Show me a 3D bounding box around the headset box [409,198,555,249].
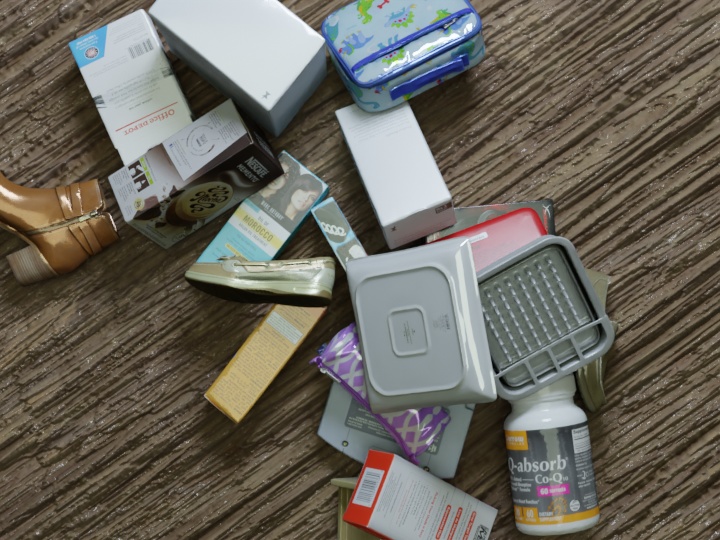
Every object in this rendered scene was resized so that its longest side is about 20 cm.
[{"bbox_3d":[0.165,-0.013,1.662,0.198,0.077,0.151,-4,88,-2],"label":"headset box"}]

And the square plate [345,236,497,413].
[{"bbox_3d":[0.066,0.072,1.512,0.197,0.028,0.202,-11,89,40],"label":"square plate"}]

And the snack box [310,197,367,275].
[{"bbox_3d":[0.000,0.000,1.641,0.037,0.116,0.201,-30,89,1],"label":"snack box"}]

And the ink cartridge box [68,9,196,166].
[{"bbox_3d":[-0.302,-0.238,1.674,0.115,0.068,0.202,-24,88,-1],"label":"ink cartridge box"}]

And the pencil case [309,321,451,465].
[{"bbox_3d":[0.028,0.158,1.616,0.200,0.084,0.086,43,54,3],"label":"pencil case"}]

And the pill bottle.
[{"bbox_3d":[0.252,0.244,1.633,0.115,0.116,0.202,-8,88,0],"label":"pill bottle"}]

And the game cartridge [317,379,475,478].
[{"bbox_3d":[0.047,0.208,1.675,0.198,0.042,0.135,18,92,1],"label":"game cartridge"}]

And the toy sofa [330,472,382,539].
[{"bbox_3d":[0.017,0.378,1.645,0.097,0.082,0.203,3,87,-41],"label":"toy sofa"}]

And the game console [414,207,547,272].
[{"bbox_3d":[0.170,0.040,1.615,0.198,0.119,0.174,-20,59,-1],"label":"game console"}]

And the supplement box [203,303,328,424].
[{"bbox_3d":[-0.127,0.110,1.662,0.069,0.067,0.201,36,88,1],"label":"supplement box"}]

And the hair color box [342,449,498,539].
[{"bbox_3d":[0.081,0.320,1.601,0.199,0.061,0.102,33,72,-30],"label":"hair color box"}]

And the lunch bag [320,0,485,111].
[{"bbox_3d":[0.060,-0.310,1.639,0.198,0.083,0.162,-26,56,-2],"label":"lunch bag"}]

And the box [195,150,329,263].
[{"bbox_3d":[-0.134,-0.060,1.677,0.082,0.049,0.201,37,88,1],"label":"box"}]

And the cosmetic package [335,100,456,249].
[{"bbox_3d":[0.046,-0.138,1.627,0.101,0.074,0.201,-21,61,1],"label":"cosmetic package"}]

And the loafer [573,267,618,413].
[{"bbox_3d":[0.318,0.092,1.659,0.067,0.076,0.202,-6,88,6],"label":"loafer"}]

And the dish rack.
[{"bbox_3d":[0.215,0.055,1.544,0.170,0.044,0.201,-28,121,5],"label":"dish rack"}]

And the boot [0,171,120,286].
[{"bbox_3d":[-0.430,-0.094,1.669,0.154,0.074,0.202,-25,100,0],"label":"boot"}]

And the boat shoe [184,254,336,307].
[{"bbox_3d":[-0.132,0.005,1.613,0.198,0.073,0.064,5,72,12],"label":"boat shoe"}]

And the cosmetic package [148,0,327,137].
[{"bbox_3d":[-0.155,-0.298,1.610,0.199,0.200,0.123,39,88,1],"label":"cosmetic package"}]

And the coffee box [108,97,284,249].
[{"bbox_3d":[-0.216,-0.126,1.624,0.199,0.113,0.080,-32,65,9],"label":"coffee box"}]
